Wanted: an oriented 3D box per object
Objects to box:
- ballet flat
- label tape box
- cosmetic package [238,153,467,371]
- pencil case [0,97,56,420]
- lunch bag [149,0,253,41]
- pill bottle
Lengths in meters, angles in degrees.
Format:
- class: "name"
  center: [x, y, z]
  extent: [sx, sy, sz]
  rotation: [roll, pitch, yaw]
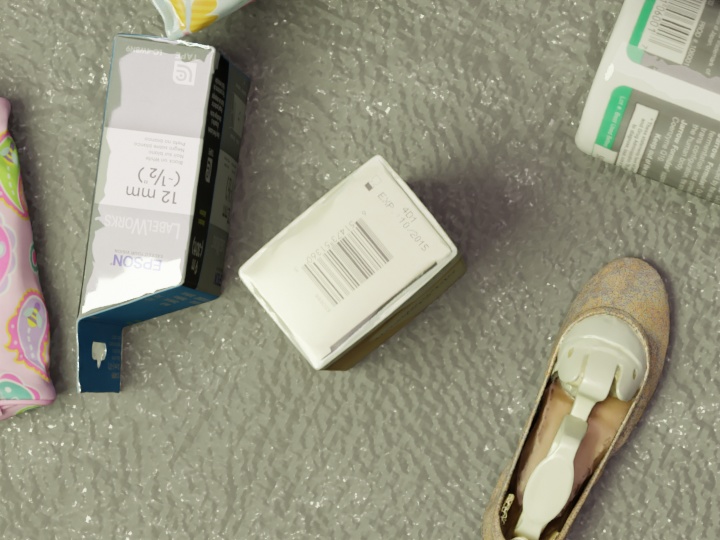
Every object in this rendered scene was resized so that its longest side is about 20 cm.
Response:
- class: "ballet flat"
  center: [0.130, 0.086, 1.489]
  extent: [0.068, 0.067, 0.201]
  rotation: [21, 89, 6]
- class: "label tape box"
  center: [-0.114, -0.026, 1.478]
  extent: [0.066, 0.143, 0.202]
  rotation: [6, 87, 5]
- class: "cosmetic package"
  center: [0.000, 0.000, 1.439]
  extent: [0.105, 0.200, 0.071]
  rotation: [-40, 85, 3]
- class: "pencil case"
  center: [-0.234, -0.010, 1.519]
  extent: [0.087, 0.087, 0.202]
  rotation: [-8, 87, 4]
- class: "lunch bag"
  center: [-0.071, -0.230, 1.459]
  extent: [0.169, 0.200, 0.128]
  rotation: [-28, 106, 1]
- class: "pill bottle"
  center: [0.233, -0.087, 1.467]
  extent: [0.199, 0.113, 0.114]
  rotation: [22, 89, 6]
